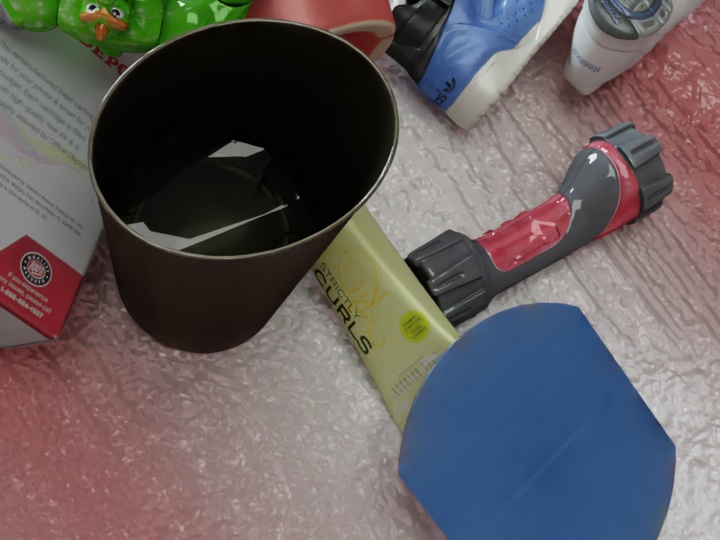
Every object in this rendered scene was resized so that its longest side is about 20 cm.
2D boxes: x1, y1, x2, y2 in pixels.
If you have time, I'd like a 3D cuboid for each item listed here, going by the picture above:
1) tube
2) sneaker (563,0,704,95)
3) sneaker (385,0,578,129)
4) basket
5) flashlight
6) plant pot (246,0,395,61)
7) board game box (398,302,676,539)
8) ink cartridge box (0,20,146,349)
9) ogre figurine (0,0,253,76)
[{"bbox_3d":[0.000,0.000,0.997,0.051,0.058,0.201,-27,74,-18],"label":"tube"},{"bbox_3d":[0.204,-0.197,1.125,0.074,0.087,0.199,43,46,11],"label":"sneaker"},{"bbox_3d":[0.094,-0.206,1.099,0.111,0.077,0.200,41,71,-3],"label":"sneaker"},{"bbox_3d":[-0.084,-0.036,0.914,0.179,0.200,0.137,-23,75,-22],"label":"basket"},{"bbox_3d":[0.117,-0.032,1.033,0.198,0.068,0.068,-26,75,-22],"label":"flashlight"},{"bbox_3d":[-0.074,-0.205,1.010,0.198,0.200,0.179,-23,81,-21],"label":"plant pot"},{"bbox_3d":[0.108,0.119,0.965,0.158,0.039,0.201,-43,108,-17],"label":"board game box"},{"bbox_3d":[-0.222,-0.076,0.935,0.145,0.082,0.202,39,56,-35],"label":"ink cartridge box"},{"bbox_3d":[-0.133,-0.186,0.891,0.197,0.098,0.122,10,94,-24],"label":"ogre figurine"}]
